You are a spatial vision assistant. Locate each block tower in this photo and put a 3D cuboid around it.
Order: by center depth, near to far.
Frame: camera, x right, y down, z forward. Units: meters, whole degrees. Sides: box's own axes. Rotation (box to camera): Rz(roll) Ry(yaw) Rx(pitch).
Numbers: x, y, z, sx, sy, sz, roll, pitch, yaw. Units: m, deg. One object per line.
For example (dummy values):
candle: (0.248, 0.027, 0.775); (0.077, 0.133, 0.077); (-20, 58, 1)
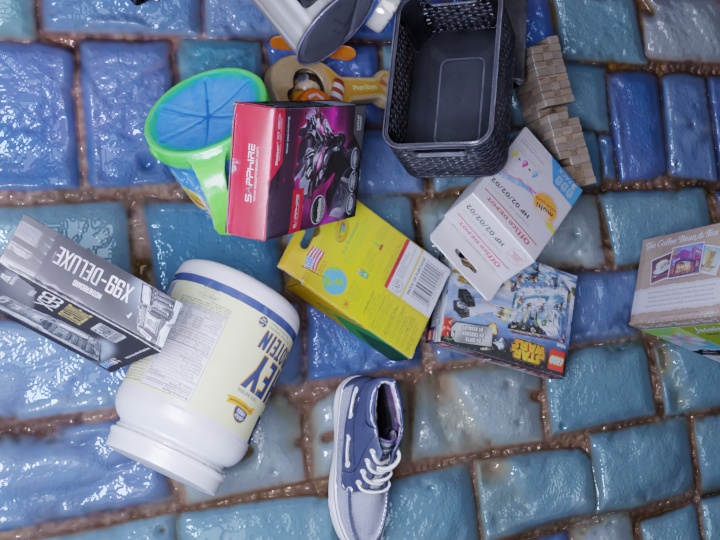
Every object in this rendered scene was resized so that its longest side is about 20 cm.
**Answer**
block tower: (0.257, -0.207, 1.259); (0.057, 0.054, 0.205); (-13, 89, -28)

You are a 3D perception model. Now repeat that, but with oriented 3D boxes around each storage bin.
storage bin: (0.110, -0.223, 1.122); (0.094, 0.132, 0.205); (40, 54, -65)

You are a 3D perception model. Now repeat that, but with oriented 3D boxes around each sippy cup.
sippy cup: (-0.143, -0.120, 0.990); (0.179, 0.137, 0.132); (-58, 146, -32)

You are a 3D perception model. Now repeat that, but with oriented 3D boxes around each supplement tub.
supplement tub: (-0.160, 0.108, 0.952); (0.143, 0.144, 0.203); (30, 71, -20)

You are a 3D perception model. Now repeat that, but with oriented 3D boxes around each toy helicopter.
toy helicopter: (-0.031, -0.222, 1.117); (0.197, 0.078, 0.135); (-11, 79, -38)

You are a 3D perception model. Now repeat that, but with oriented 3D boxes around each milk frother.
milk frother: (-0.122, -0.308, 1.023); (0.200, 0.180, 0.189); (-44, 80, 18)

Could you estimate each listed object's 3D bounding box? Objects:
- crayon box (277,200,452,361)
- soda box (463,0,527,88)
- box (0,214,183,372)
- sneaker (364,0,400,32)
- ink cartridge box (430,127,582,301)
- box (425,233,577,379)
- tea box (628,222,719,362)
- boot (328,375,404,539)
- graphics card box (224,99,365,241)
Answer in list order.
crayon box: (0.000, 0.000, 1.101); (0.199, 0.051, 0.129); (36, 68, -19)
soda box: (0.176, -0.340, 1.232); (0.069, 0.063, 0.205); (9, 79, -25)
box: (-0.269, 0.029, 0.875); (0.156, 0.199, 0.051); (32, 66, -20)
sneaker: (0.016, -0.397, 1.149); (0.110, 0.077, 0.203); (30, 64, -12)
ink cartridge box: (0.184, -0.072, 1.164); (0.115, 0.068, 0.200); (45, 52, -5)
box: (0.183, 0.049, 1.194); (0.197, 0.040, 0.140); (18, 74, -24)
tea box: (0.511, 0.034, 1.274); (0.194, 0.199, 0.136); (21, 74, -21)
boot: (0.010, 0.220, 1.053); (0.071, 0.090, 0.205); (-2, 84, -27)
graphics card box: (-0.062, -0.108, 0.953); (0.199, 0.050, 0.129); (-21, 119, -63)
